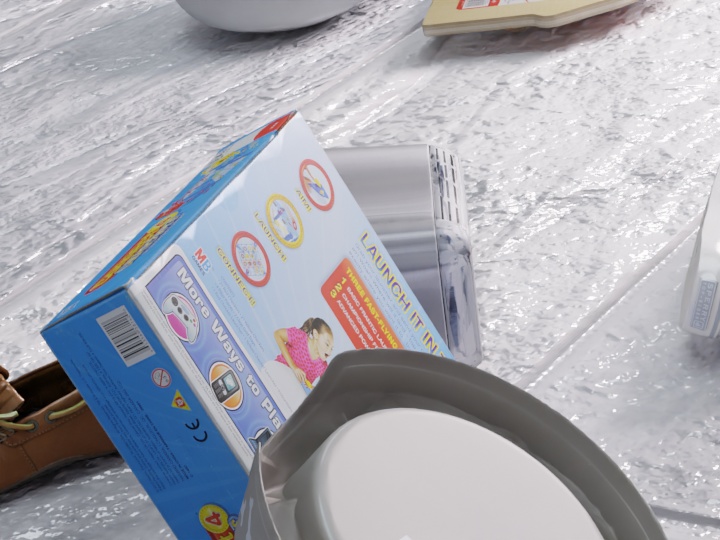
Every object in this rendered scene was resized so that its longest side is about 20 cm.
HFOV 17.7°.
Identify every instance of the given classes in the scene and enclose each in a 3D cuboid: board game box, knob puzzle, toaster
[{"bbox_3d":[-0.034,0.055,1.085,0.056,0.201,0.196,-25,14,31],"label":"board game box"},{"bbox_3d":[0.160,-0.220,1.818,0.218,0.031,0.220,-9,23,4],"label":"knob puzzle"},{"bbox_3d":[0.000,0.000,1.302,0.128,0.115,0.200,-7,22,3],"label":"toaster"}]

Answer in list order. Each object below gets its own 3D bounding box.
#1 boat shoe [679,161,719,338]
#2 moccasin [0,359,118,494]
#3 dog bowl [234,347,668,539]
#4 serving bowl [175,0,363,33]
[{"bbox_3d":[0.225,-0.018,1.307,0.068,0.073,0.200,16,22,7],"label":"boat shoe"},{"bbox_3d":[-0.193,0.078,1.253,0.200,0.078,0.074,-15,24,-9],"label":"moccasin"},{"bbox_3d":[0.036,0.124,0.965,0.199,0.059,0.201,20,36,-15],"label":"dog bowl"},{"bbox_3d":[-0.063,-0.243,1.922,0.198,0.066,0.200,-9,24,4],"label":"serving bowl"}]
